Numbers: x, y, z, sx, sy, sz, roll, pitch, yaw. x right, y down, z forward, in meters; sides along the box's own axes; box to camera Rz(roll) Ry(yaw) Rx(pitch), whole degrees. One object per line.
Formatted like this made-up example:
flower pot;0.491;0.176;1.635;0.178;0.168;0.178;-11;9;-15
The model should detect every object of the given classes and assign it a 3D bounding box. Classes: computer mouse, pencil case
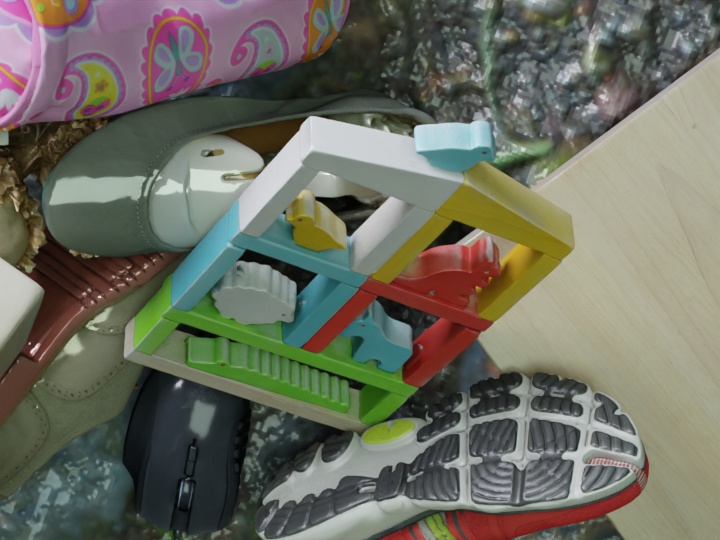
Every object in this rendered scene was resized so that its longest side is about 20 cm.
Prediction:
computer mouse;-0.089;0.132;1.056;0.059;0.034;0.200;7;95;-6
pencil case;-0.092;-0.115;0.957;0.200;0.087;0.088;-21;98;-46

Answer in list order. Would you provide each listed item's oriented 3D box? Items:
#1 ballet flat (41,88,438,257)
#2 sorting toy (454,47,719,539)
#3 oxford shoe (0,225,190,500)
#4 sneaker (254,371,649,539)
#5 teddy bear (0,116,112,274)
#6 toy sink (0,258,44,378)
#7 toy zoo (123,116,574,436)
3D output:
ballet flat;-0.044;-0.044;0.983;0.200;0.064;0.067;-14;114;-38
sorting toy;0.166;0.018;1.047;0.199;0.070;0.200;-36;97;0
oxford shoe;-0.123;0.023;1.038;0.200;0.071;0.074;-42;133;-7
sneaker;0.049;0.106;1.017;0.200;0.077;0.085;-14;130;33
teddy bear;-0.166;-0.090;1.002;0.145;0.067;0.200;-35;87;-12
toy sink;-0.243;0.061;0.911;0.130;0.112;0.200;34;70;-2
toy zoo;0.000;0.000;0.959;0.131;0.020;0.200;20;138;-26
